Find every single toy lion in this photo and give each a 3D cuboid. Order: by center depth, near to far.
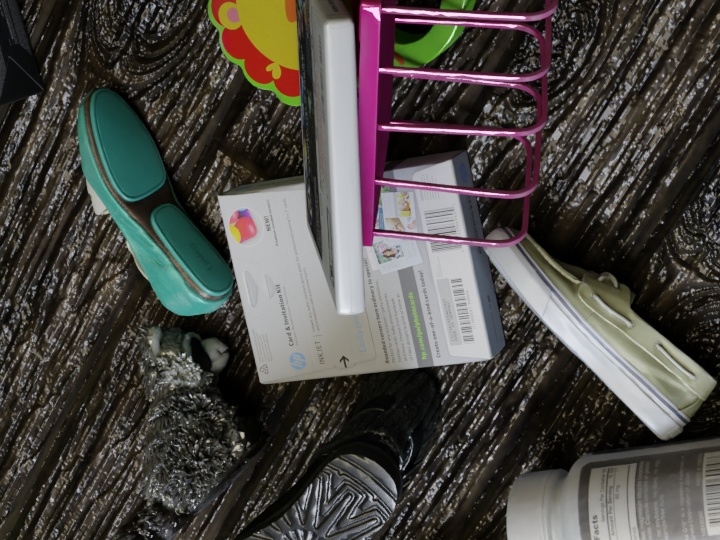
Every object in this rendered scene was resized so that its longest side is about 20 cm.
[{"bbox_3d":[-0.014,-0.206,1.314,0.199,0.069,0.193,22,119,16],"label":"toy lion"}]

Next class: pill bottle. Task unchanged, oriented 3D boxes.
[{"bbox_3d":[0.214,0.183,1.295,0.199,0.114,0.115,-11,101,25],"label":"pill bottle"}]

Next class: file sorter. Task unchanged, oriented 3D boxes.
[{"bbox_3d":[0.065,-0.132,1.213,0.124,0.139,0.201,5,133,3],"label":"file sorter"}]

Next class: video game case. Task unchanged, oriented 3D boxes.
[{"bbox_3d":[-0.021,-0.095,1.233,0.023,0.182,0.201,-5,111,-7],"label":"video game case"}]

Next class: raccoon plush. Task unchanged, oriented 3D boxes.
[{"bbox_3d":[-0.167,0.133,1.415,0.134,0.200,0.097,43,149,7],"label":"raccoon plush"}]

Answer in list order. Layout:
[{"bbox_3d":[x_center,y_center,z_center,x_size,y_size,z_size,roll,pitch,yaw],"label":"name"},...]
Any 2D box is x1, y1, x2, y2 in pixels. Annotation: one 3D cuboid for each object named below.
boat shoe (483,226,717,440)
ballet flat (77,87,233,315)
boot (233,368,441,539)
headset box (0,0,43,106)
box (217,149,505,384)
[{"bbox_3d":[0.174,0.035,1.305,0.062,0.072,0.200,-45,89,2],"label":"boat shoe"},{"bbox_3d":[-0.178,-0.047,1.425,0.070,0.067,0.201,-34,88,41],"label":"ballet flat"},{"bbox_3d":[-0.023,0.176,1.370,0.079,0.158,0.211,44,115,-7],"label":"boot"},{"bbox_3d":[-0.377,-0.190,1.459,0.199,0.075,0.150,-12,100,25],"label":"headset box"},{"bbox_3d":[0.000,0.000,1.374,0.199,0.041,0.157,-8,101,24],"label":"box"}]
